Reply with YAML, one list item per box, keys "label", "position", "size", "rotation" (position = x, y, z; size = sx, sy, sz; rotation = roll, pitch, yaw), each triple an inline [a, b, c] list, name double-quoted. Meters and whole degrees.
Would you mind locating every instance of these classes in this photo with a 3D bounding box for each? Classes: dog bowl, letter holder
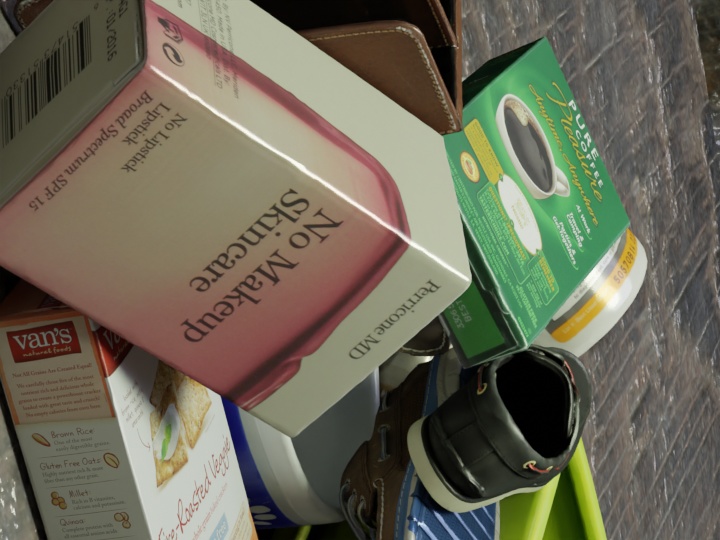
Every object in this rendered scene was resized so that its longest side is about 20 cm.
- label: "dog bowl"
  position: [-0.055, 0.040, 1.472]
  size: [0.200, 0.078, 0.202]
  rotation: [-8, 90, -73]
- label: "letter holder"
  position: [-0.065, -0.127, 1.290]
  size: [0.142, 0.198, 0.101]
  rotation: [62, 23, -49]

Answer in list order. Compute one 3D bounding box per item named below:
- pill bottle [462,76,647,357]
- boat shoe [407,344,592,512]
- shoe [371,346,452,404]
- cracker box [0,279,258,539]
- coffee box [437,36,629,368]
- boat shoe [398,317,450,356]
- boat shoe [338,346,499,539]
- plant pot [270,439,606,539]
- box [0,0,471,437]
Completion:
- label: "pill bottle"
  position: [0.067, -0.041, 1.593]
  size: [0.200, 0.116, 0.117]
  rotation: [47, 28, -16]
- label: "boat shoe"
  position: [0.090, 0.076, 1.439]
  size: [0.074, 0.063, 0.201]
  rotation: [59, 22, 4]
- label: "shoe"
  position: [0.060, 0.064, 1.636]
  size: [0.200, 0.069, 0.054]
  rotation: [16, 89, -72]
- label: "cracker box"
  position: [-0.109, 0.085, 1.305]
  size: [0.134, 0.057, 0.201]
  rotation: [-61, 139, -64]
- label: "coffee box"
  position: [0.078, -0.039, 1.451]
  size: [0.124, 0.044, 0.200]
  rotation: [63, 29, -11]
- label: "boat shoe"
  position: [0.000, 0.000, 1.414]
  size: [0.200, 0.071, 0.060]
  rotation: [51, 32, -52]
- label: "boat shoe"
  position: [0.031, 0.119, 1.442]
  size: [0.072, 0.072, 0.200]
  rotation: [57, 25, -20]
- label: "plant pot"
  position: [0.043, 0.215, 1.545]
  size: [0.200, 0.180, 0.200]
  rotation: [-66, 145, -62]
- label: "box"
  position: [-0.066, -0.037, 1.221]
  size: [0.199, 0.128, 0.109]
  rotation: [33, 29, -31]
